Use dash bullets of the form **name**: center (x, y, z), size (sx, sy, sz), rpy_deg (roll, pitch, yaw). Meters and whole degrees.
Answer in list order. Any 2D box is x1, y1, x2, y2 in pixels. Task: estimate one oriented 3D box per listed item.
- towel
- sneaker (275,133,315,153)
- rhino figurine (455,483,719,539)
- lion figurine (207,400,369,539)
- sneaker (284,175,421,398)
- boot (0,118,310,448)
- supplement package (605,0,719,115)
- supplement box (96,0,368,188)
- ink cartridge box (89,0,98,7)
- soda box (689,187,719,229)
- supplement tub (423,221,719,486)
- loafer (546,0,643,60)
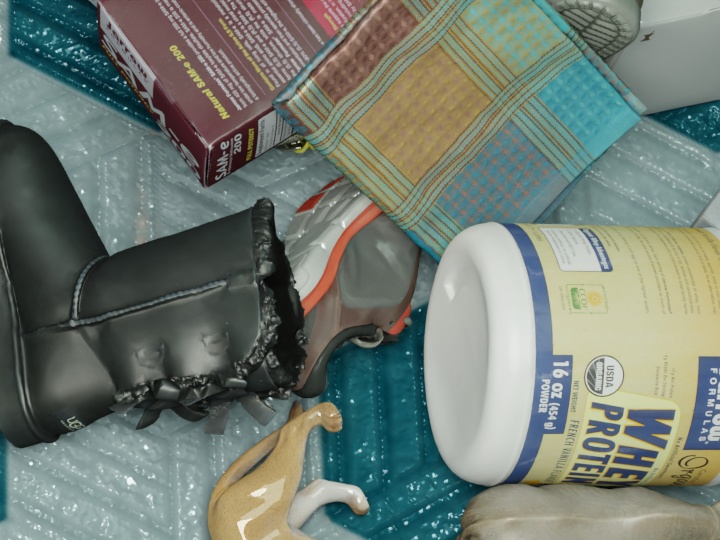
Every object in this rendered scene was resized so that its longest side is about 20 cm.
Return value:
- **towel**: center (0.058, -0.088, 1.515), size (0.147, 0.200, 0.022), rpy_deg (-47, 43, 2)
- **sneaker**: center (-0.018, -0.101, 1.616), size (0.200, 0.074, 0.085), rpy_deg (13, 64, 1)
- **rhino figurine**: center (0.138, 0.148, 1.502), size (0.200, 0.087, 0.060), rpy_deg (0, 62, -16)
- **lion figurine**: center (-0.031, 0.163, 1.465), size (0.122, 0.072, 0.200), rpy_deg (-24, 56, -19)
- **sneaker**: center (0.000, 0.000, 1.571), size (0.200, 0.077, 0.082), rpy_deg (-46, 111, -36)
- **boot**: center (-0.119, -0.003, 1.481), size (0.162, 0.073, 0.198), rpy_deg (-14, 68, 13)
- **supplement package**: center (0.156, -0.206, 1.690), size (0.121, 0.120, 0.200), rpy_deg (-12, 65, -25)
- **supplement box**: center (-0.032, -0.145, 1.517), size (0.200, 0.061, 0.109), rpy_deg (-32, 73, -16)
- **ink cartridge box**: center (-0.063, -0.202, 1.594), size (0.198, 0.047, 0.200), rpy_deg (42, 73, 15)
- **soda box**: center (0.285, 0.020, 1.632), size (0.200, 0.063, 0.068), rpy_deg (36, 57, 6)
- **supplement tub**: center (0.148, 0.047, 1.529), size (0.200, 0.144, 0.144), rpy_deg (1, 61, -15)
- **loafer**: center (0.112, -0.151, 1.603), size (0.075, 0.200, 0.070), rpy_deg (28, 72, -19)
